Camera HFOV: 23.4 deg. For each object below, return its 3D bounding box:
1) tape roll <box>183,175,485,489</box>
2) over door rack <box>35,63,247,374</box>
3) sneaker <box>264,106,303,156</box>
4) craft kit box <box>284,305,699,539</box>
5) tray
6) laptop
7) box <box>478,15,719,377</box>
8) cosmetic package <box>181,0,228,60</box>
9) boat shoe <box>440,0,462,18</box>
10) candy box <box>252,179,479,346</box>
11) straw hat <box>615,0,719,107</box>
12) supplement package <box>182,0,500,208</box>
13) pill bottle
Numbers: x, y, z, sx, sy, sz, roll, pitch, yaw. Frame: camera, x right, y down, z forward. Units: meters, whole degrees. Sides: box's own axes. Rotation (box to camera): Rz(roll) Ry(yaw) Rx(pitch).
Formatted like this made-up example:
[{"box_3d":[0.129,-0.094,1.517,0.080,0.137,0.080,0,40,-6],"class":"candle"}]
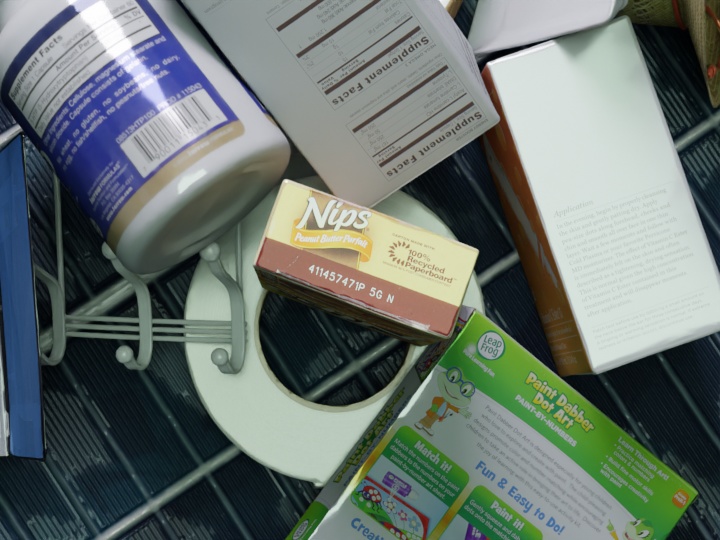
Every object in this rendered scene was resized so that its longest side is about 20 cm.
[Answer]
[{"box_3d":[-0.017,0.040,1.141,0.201,0.037,0.205,0,84,-3],"class":"tape roll"},{"box_3d":[-0.143,-0.038,1.102,0.146,0.067,0.202,2,86,20],"class":"over door rack"},{"box_3d":[-0.018,-0.181,1.143,0.074,0.115,0.201,10,120,-8],"class":"sneaker"},{"box_3d":[0.083,0.159,1.110,0.200,0.048,0.198,39,87,-13],"class":"craft kit box"},{"box_3d":[0.127,-0.191,1.094,0.022,0.200,0.108,17,84,-21],"class":"tray"},{"box_3d":[-0.265,0.025,1.063,0.198,0.116,0.189,-5,86,14],"class":"laptop"},{"box_3d":[0.149,-0.042,1.112,0.097,0.124,0.202,-18,86,-4],"class":"box"},{"box_3d":[-0.168,-0.213,1.122,0.198,0.107,0.091,18,84,1],"class":"cosmetic package"},{"box_3d":[0.052,-0.226,1.154,0.069,0.071,0.201,25,75,0],"class":"boat shoe"},{"box_3d":[0.000,0.000,1.026,0.115,0.200,0.056,21,85,0],"class":"candy box"},{"box_3d":[0.190,-0.203,1.112,0.084,0.201,0.203,4,84,18],"class":"straw hat"},{"box_3d":[-0.021,-0.153,1.024,0.109,0.114,0.200,-32,118,12],"class":"supplement package"},{"box_3d":[-0.143,-0.110,1.007,0.119,0.120,0.201,-36,79,-5],"class":"pill bottle"}]
